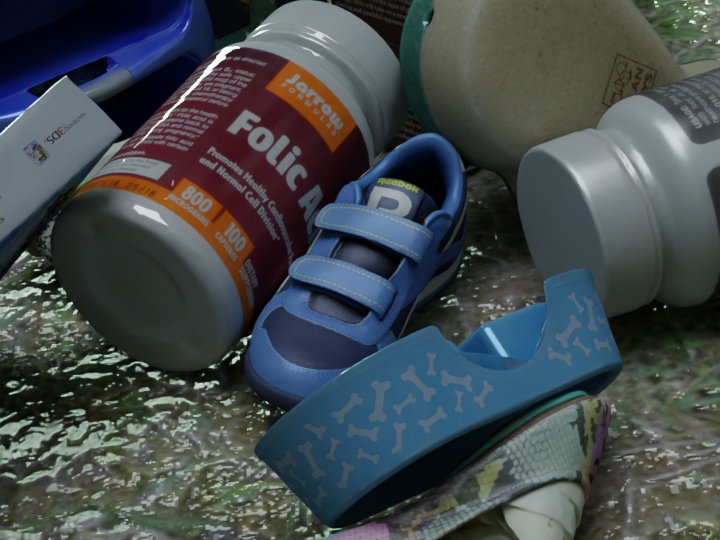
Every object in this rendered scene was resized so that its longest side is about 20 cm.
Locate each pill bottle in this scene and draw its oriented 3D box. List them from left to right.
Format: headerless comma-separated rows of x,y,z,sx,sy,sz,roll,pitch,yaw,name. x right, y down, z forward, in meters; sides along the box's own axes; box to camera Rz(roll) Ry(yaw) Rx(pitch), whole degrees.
-0.064,-0.049,1.433,0.114,0.114,0.200,13,46,31,pill bottle
0.190,-0.048,1.399,0.200,0.114,0.114,-18,32,-18,pill bottle

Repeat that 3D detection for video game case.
-0.221,0.015,1.330,0.045,0.200,0.181,43,42,-2,video game case

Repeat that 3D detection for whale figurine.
0.110,-0.107,1.473,0.200,0.159,0.104,17,-2,-31,whale figurine

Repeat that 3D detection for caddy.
-0.179,-0.112,1.565,0.200,0.141,0.105,-26,31,-28,caddy

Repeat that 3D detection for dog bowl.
0.043,0.062,1.246,0.200,0.111,0.050,-19,73,-43,dog bowl

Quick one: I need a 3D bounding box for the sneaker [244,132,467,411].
0.000,0.000,1.382,0.074,0.082,0.200,22,39,9,sneaker

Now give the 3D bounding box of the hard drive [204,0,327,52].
-0.067,-0.182,1.596,0.038,0.200,0.140,-23,33,-23,hard drive

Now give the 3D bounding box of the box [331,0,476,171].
0.037,-0.167,1.547,0.075,0.200,0.100,-30,37,-34,box

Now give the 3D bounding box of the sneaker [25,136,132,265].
-0.102,-0.035,1.514,0.200,0.077,0.089,-26,67,-31,sneaker

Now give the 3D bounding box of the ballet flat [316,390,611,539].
0.044,0.126,1.202,0.200,0.069,0.071,-26,53,-22,ballet flat
